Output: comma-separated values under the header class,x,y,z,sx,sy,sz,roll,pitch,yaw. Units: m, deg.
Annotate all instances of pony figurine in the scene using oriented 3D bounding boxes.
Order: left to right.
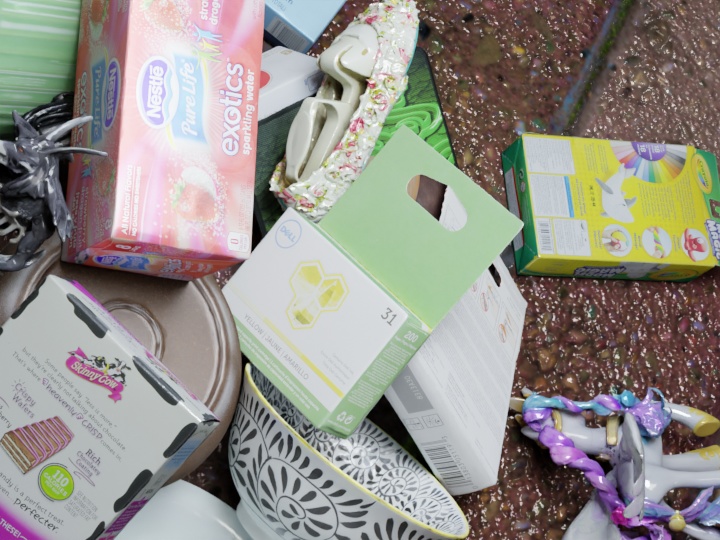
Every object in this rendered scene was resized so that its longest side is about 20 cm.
class,x,y,z,sx,sy,sz,roll,pitch,yaw
pony figurine,0.218,0.169,1.398,0.200,0.167,0.193,12,34,-16

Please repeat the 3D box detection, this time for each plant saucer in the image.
class,x,y,z,sx,sy,sz,roll,pitch,yaw
plant saucer,-0.165,0.051,1.203,0.200,0.032,0.201,11,69,-29

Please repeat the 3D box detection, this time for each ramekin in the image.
class,x,y,z,sx,sy,sz,roll,pitch,yaw
ramekin,-0.266,-0.184,1.282,0.098,0.200,0.200,4,69,-30

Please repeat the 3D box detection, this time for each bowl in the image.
class,x,y,z,sx,sy,sz,roll,pitch,yaw
bowl,-0.129,0.240,1.211,0.201,0.090,0.201,36,20,-16
bowl,-0.029,0.162,1.283,0.201,0.201,0.094,37,97,-7

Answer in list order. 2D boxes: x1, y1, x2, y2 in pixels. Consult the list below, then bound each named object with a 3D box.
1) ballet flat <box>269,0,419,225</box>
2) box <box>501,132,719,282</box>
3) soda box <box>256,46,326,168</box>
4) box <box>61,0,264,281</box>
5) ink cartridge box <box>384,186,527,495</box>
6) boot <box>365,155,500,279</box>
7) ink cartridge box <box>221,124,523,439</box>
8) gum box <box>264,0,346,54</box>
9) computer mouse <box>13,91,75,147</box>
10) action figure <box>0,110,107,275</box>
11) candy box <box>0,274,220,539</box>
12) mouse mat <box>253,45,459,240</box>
class,x,y,z,sx,sy,sz,roll,pitch,yaw
ballet flat,-0.012,-0.128,1.348,0.064,0.076,0.200,29,77,-43
box,0.225,-0.053,1.529,0.200,0.048,0.118,2,69,-20
soda box,-0.114,-0.105,1.376,0.200,0.068,0.064,-29,125,-30
box,-0.132,-0.103,1.186,0.102,0.095,0.200,10,76,-28
ink cartridge box,0.069,0.047,1.379,0.161,0.050,0.200,58,29,-35
boot,0.045,0.014,1.402,0.166,0.072,0.200,17,74,-39
ink cartridge box,0.000,0.000,1.271,0.200,0.048,0.146,-51,55,6
gum box,-0.063,-0.300,1.499,0.170,0.045,0.200,38,59,-6
computer mouse,-0.165,-0.037,1.279,0.138,0.200,0.053,-19,35,-20
action figure,-0.259,-0.035,1.135,0.102,0.200,0.119,25,29,-55
candy box,-0.205,0.121,1.111,0.136,0.061,0.200,44,93,9
mouse mat,-0.002,-0.072,1.416,0.200,0.008,0.161,-30,113,-31
